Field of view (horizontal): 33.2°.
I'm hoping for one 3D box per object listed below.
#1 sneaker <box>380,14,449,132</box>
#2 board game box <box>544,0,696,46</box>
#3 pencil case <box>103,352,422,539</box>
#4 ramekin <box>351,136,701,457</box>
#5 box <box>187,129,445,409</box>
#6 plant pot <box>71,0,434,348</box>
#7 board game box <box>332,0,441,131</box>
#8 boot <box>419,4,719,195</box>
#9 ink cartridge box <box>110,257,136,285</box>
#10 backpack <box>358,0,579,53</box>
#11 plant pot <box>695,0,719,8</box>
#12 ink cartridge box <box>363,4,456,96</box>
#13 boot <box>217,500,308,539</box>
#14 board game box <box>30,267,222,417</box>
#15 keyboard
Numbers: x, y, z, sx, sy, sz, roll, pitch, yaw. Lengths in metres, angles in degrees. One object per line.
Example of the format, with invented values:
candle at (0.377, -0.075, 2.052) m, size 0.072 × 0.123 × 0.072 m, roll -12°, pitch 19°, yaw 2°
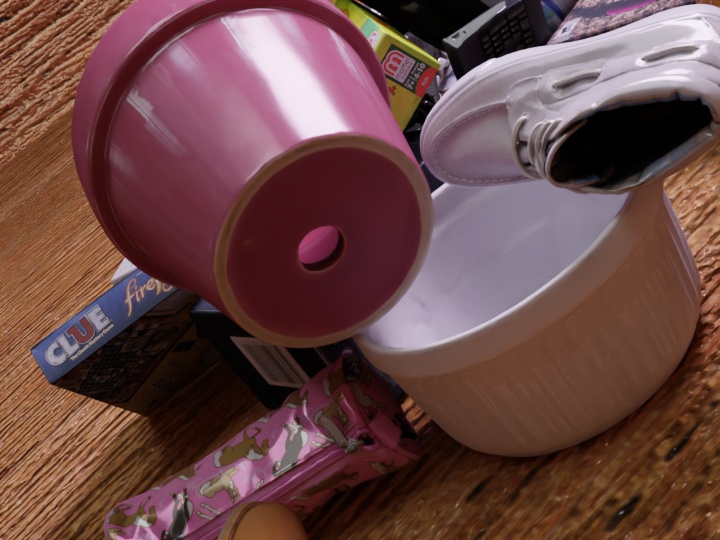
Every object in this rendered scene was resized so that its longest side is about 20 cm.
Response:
sneaker at (0.039, -0.167, 1.113) m, size 0.066 × 0.090 × 0.201 m, roll -22°, pitch 49°, yaw 34°
board game box at (0.259, -0.201, 0.900) m, size 0.159 × 0.097 × 0.200 m, roll -10°, pitch 35°, yaw 48°
pencil case at (-0.061, 0.133, 0.749) m, size 0.199 × 0.087 × 0.083 m, roll -33°, pitch 54°, yaw 10°
ramekin at (0.101, 0.014, 0.704) m, size 0.199 × 0.105 × 0.200 m, roll -31°, pitch 24°, yaw 15°
box at (0.000, 0.000, 0.881) m, size 0.200 × 0.107 × 0.148 m, roll -49°, pitch 24°, yaw -25°
plant pot at (-0.052, -0.055, 0.702) m, size 0.200 × 0.200 × 0.179 m, roll -38°, pitch 39°, yaw -3°
board game box at (-0.006, -0.140, 0.910) m, size 0.102 × 0.047 × 0.200 m, roll -60°, pitch 19°, yaw 13°
boot at (0.104, -0.075, 0.637) m, size 0.199 × 0.074 × 0.096 m, roll -20°, pitch 22°, yaw 35°
ink cartridge box at (-0.123, -0.037, 1.168) m, size 0.199 × 0.083 × 0.147 m, roll -25°, pitch 25°, yaw 27°
backpack at (0.087, -0.231, 0.947) m, size 0.154 × 0.200 × 0.163 m, roll -56°, pitch 21°, yaw -15°
plant pot at (0.280, -0.138, 0.648) m, size 0.199 × 0.200 × 0.184 m, roll -21°, pitch 42°, yaw 35°
ink cartridge box at (0.048, -0.229, 1.251) m, size 0.199 × 0.043 × 0.199 m, roll -23°, pitch 50°, yaw 32°
boot at (0.013, 0.156, 0.546) m, size 0.154 × 0.074 × 0.201 m, roll -33°, pitch 36°, yaw 14°
board game box at (-0.160, 0.052, 0.961) m, size 0.135 × 0.035 × 0.200 m, roll -37°, pitch -17°, yaw -1°
keyboard at (0.097, -0.127, 0.922) m, size 0.127 × 0.200 × 0.021 m, roll -34°, pitch 64°, yaw 2°
